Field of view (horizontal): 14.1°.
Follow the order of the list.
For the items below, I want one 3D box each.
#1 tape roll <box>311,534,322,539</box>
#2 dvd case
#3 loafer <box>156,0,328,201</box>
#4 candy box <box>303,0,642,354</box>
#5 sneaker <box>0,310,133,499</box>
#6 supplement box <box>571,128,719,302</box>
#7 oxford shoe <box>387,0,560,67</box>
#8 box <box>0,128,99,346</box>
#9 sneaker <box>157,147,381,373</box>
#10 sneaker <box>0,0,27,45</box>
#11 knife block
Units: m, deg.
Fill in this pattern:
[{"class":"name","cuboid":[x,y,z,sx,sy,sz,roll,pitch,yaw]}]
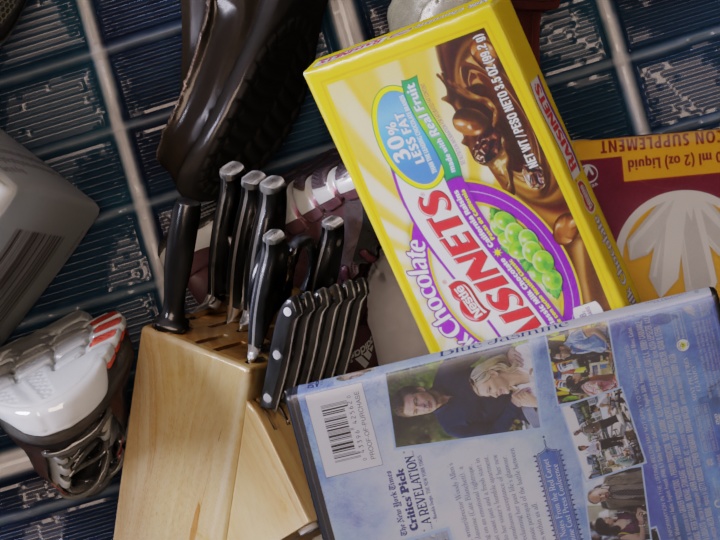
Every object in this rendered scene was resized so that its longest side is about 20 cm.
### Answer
[{"class":"tape roll","cuboid":[0.027,0.177,1.411,0.202,0.037,0.204,3,96,30]},{"class":"dvd case","cuboid":[0.079,0.098,1.312,0.199,0.018,0.143,-14,104,4]},{"class":"loafer","cuboid":[-0.058,-0.130,1.455,0.071,0.073,0.201,20,82,22]},{"class":"candy box","cuboid":[0.059,-0.018,1.320,0.102,0.026,0.201,-18,105,29]},{"class":"sneaker","cuboid":[-0.133,0.069,1.396,0.077,0.200,0.082,-24,97,-3]},{"class":"supplement box","cuboid":[0.159,0.039,1.393,0.110,0.086,0.201,-5,74,6]},{"class":"oxford shoe","cuboid":[0.047,-0.099,1.451,0.075,0.070,0.201,20,97,37]},{"class":"box","cuboid":[-0.264,-0.009,1.403,0.171,0.199,0.200,39,93,6]},{"class":"sneaker","cuboid":[0.000,0.000,1.419,0.200,0.076,0.116,-20,101,42]},{"class":"sneaker","cuboid":[-0.173,-0.205,1.437,0.076,0.114,0.200,16,91,-21]},{"class":"knife block","cuboid":[-0.073,0.056,1.391,0.200,0.064,0.176,-35,77,37]}]
